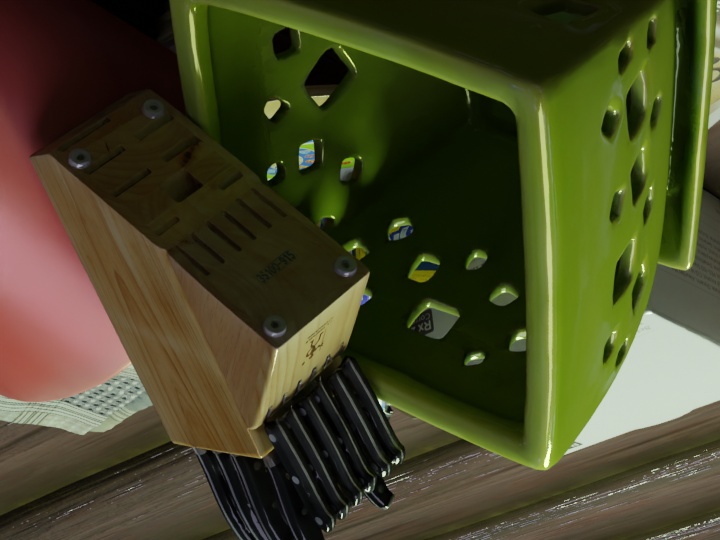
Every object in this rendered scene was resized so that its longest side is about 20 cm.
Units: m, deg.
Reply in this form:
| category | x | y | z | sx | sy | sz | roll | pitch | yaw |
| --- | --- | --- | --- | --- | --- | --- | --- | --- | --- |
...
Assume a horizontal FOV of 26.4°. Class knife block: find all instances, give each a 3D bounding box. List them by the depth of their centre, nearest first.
| category | x | y | z | sx | sy | sz | roll | pitch | yaw |
| --- | --- | --- | --- | --- | --- | --- | --- | --- | --- |
| knife block | -0.066 | 0.040 | 0.708 | 0.064 | 0.200 | 0.176 | -39 | 160 | -36 |

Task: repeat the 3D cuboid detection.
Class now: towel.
| category | x | y | z | sx | sy | sz | roll | pitch | yaw |
| --- | --- | --- | --- | --- | --- | --- | --- | --- | --- |
| towel | -0.242 | 0.088 | 1.214 | 0.199 | 0.035 | 0.192 | 13 | 148 | -37 |

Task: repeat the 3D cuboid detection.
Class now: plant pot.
| category | x | y | z | sx | sy | sz | roll | pitch | yaw |
| --- | --- | --- | --- | --- | --- | --- | --- | --- | --- |
| plant pot | 0.053 | -0.064 | 0.697 | 0.198 | 0.181 | 0.201 | 23 | 135 | 32 |
| plant pot | -0.183 | -0.063 | 0.746 | 0.200 | 0.201 | 0.177 | -20 | 140 | 27 |

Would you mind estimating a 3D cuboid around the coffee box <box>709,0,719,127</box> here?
| category | x | y | z | sx | sy | sz | roll | pitch | yaw |
| --- | --- | --- | --- | --- | --- | --- | --- | --- | --- |
| coffee box | 0.152 | -0.131 | 0.797 | 0.112 | 0.080 | 0.200 | 6 | 152 | -24 |

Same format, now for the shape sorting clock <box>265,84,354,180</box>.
| category | x | y | z | sx | sy | sz | roll | pitch | yaw |
| --- | --- | --- | --- | --- | --- | --- | --- | --- | --- |
| shape sorting clock | -0.041 | -0.070 | 0.923 | 0.199 | 0.039 | 0.200 | -11 | 165 | -3 |

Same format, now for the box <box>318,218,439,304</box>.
| category | x | y | z | sx | sy | sz | roll | pitch | yaw |
| --- | --- | --- | --- | --- | --- | --- | --- | --- | --- |
| box | 0.000 | 0.000 | 1.004 | 0.070 | 0.065 | 0.200 | 1 | 168 | -16 |

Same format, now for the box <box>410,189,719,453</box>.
| category | x | y | z | sx | sy | sz | roll | pitch | yaw |
| --- | --- | --- | --- | --- | --- | --- | --- | --- | --- |
| box | 0.157 | 0.028 | 1.076 | 0.198 | 0.131 | 0.200 | -25 | 150 | 32 |

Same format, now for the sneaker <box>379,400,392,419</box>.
| category | x | y | z | sx | sy | sz | roll | pitch | yaw |
| --- | --- | --- | --- | --- | --- | --- | --- | --- | --- |
| sneaker | -0.024 | 0.084 | 1.088 | 0.072 | 0.072 | 0.200 | 10 | 168 | -18 |

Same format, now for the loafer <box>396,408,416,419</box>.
| category | x | y | z | sx | sy | sz | roll | pitch | yaw |
| --- | --- | --- | --- | --- | --- | --- | --- | --- | --- |
| loafer | 0.043 | 0.080 | 1.226 | 0.199 | 0.071 | 0.073 | 9 | 151 | -30 |
